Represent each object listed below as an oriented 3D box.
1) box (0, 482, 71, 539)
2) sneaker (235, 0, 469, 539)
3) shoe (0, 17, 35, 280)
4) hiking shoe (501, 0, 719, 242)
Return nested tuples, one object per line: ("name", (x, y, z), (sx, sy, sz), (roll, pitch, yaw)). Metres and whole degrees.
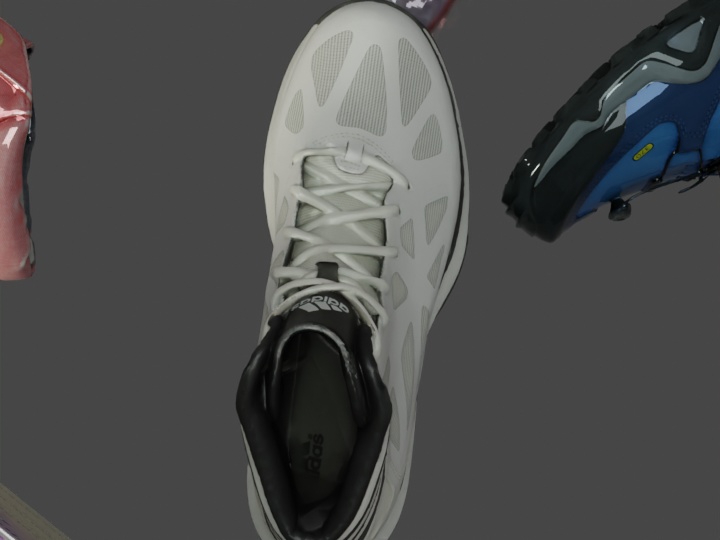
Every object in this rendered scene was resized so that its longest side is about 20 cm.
("box", (-0.116, 0.130, 0.834), (0.176, 0.200, 0.097), (38, 84, 2))
("sneaker", (0.000, 0.000, 0.893), (0.075, 0.115, 0.202), (5, 84, -1))
("shoe", (-0.159, -0.091, 0.925), (0.090, 0.071, 0.202), (-3, 87, -6))
("hiking shoe", (0.144, -0.059, 0.923), (0.199, 0.074, 0.087), (-33, 85, -5))
